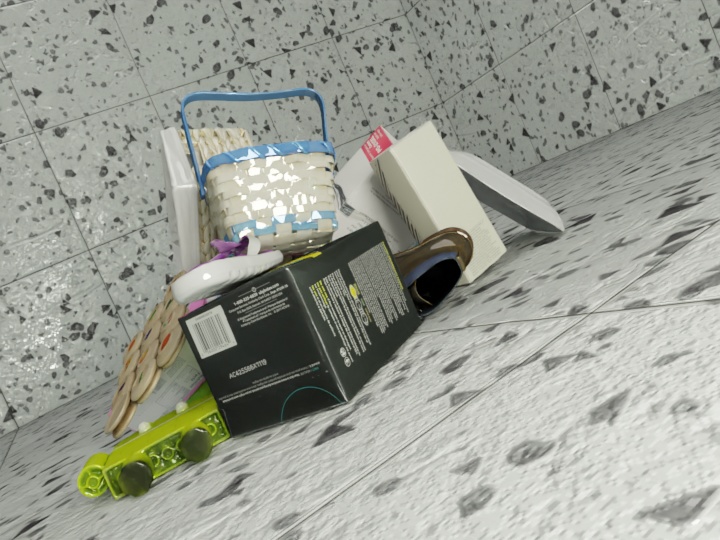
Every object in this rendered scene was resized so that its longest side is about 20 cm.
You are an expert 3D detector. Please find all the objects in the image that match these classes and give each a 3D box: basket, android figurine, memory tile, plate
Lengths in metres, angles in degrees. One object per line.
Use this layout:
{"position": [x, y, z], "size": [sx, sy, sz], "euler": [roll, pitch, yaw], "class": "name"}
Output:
{"position": [-0.201, -0.082, 0.914], "size": [0.120, 0.137, 0.203], "euler": [-10, -43, -19], "class": "basket"}
{"position": [-0.201, 0.175, 0.692], "size": [0.179, 0.042, 0.200], "euler": [-27, 6, -13], "class": "android figurine"}
{"position": [-0.251, 0.092, 0.793], "size": [0.154, 0.017, 0.201], "euler": [-53, 24, 11], "class": "memory tile"}
{"position": [0.196, -0.120, 0.973], "size": [0.033, 0.196, 0.200], "euler": [-60, 2, 4], "class": "plate"}
{"position": [-0.113, -0.116, 0.771], "size": [0.172, 0.206, 0.139], "euler": [-7, -10, -17], "class": "basket"}

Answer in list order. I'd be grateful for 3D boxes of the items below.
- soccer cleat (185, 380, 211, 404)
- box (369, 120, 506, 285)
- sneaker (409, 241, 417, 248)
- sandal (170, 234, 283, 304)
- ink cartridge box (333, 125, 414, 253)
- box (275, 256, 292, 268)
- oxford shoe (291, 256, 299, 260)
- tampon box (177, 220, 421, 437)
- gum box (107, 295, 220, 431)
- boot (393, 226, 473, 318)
{"position": [-0.177, 0.117, 0.893], "size": [0.080, 0.068, 0.201], "euler": [-30, 17, 24], "class": "soccer cleat"}
{"position": [0.102, -0.084, 0.874], "size": [0.081, 0.203, 0.068], "euler": [-34, 7, -25], "class": "box"}
{"position": [0.059, -0.011, 1.125], "size": [0.075, 0.082, 0.200], "euler": [-23, 11, 18], "class": "sneaker"}
{"position": [-0.126, -0.010, 0.645], "size": [0.081, 0.051, 0.203], "euler": [-25, 1, 6], "class": "sandal"}
{"position": [0.020, -0.092, 1.024], "size": [0.200, 0.144, 0.085], "euler": [-46, 35, 15], "class": "ink cartridge box"}
{"position": [-0.110, -0.087, 0.953], "size": [0.076, 0.097, 0.201], "euler": [-9, 32, -18], "class": "box"}
{"position": [0.000, 0.000, 0.886], "size": [0.196, 0.074, 0.071], "euler": [13, 8, -30], "class": "oxford shoe"}
{"position": [-0.052, 0.052, 0.676], "size": [0.147, 0.129, 0.199], "euler": [-23, 5, 28], "class": "tampon box"}
{"position": [-0.235, 0.106, 0.849], "size": [0.200, 0.065, 0.115], "euler": [-44, 25, 28], "class": "gum box"}
{"position": [0.049, 0.022, 0.795], "size": [0.198, 0.075, 0.097], "euler": [-37, 7, 16], "class": "boot"}
